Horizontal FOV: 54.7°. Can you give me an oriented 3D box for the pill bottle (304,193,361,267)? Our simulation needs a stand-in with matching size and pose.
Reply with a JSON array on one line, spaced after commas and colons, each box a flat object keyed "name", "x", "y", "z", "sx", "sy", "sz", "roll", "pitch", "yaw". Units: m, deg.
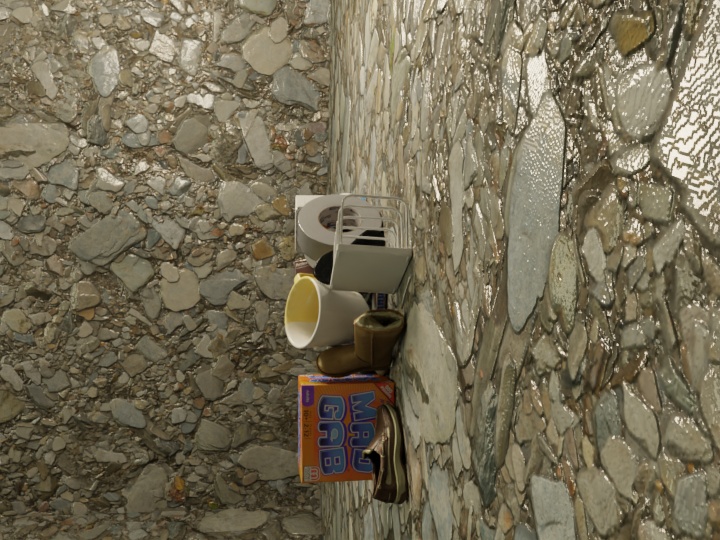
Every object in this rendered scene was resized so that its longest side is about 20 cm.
[{"name": "pill bottle", "x": -0.059, "y": -0.094, "z": 1.786, "sx": 0.116, "sy": 0.115, "sz": 0.201, "roll": 99, "pitch": -163, "yaw": -52}]

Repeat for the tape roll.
[{"name": "tape roll", "x": -0.050, "y": -0.097, "z": 1.652, "sx": 0.201, "sy": 0.197, "sz": 0.067, "roll": -97, "pitch": 9, "yaw": -48}]

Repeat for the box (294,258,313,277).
[{"name": "box", "x": -0.122, "y": 0.066, "z": 1.981, "sx": 0.075, "sy": 0.099, "sz": 0.203, "roll": 33, "pitch": -134, "yaw": -65}]

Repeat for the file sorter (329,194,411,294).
[{"name": "file sorter", "x": 0.016, "y": -0.050, "z": 1.370, "sx": 0.200, "sy": 0.137, "sz": 0.126, "roll": 106, "pitch": 166, "yaw": -67}]

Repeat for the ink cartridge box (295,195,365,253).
[{"name": "ink cartridge box", "x": -0.084, "y": -0.129, "z": 1.943, "sx": 0.086, "sy": 0.197, "sz": 0.148, "roll": -101, "pitch": 13, "yaw": -58}]

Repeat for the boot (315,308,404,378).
[{"name": "boot", "x": -0.006, "y": 0.144, "z": 1.404, "sx": 0.201, "sy": 0.173, "sz": 0.067, "roll": 95, "pitch": 165, "yaw": -61}]

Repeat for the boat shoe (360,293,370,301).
[{"name": "boat shoe", "x": 0.000, "y": 0.000, "z": 1.648, "sx": 0.201, "sy": 0.074, "sz": 0.062, "roll": -68, "pitch": -20, "yaw": -53}]

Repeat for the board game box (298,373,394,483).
[{"name": "board game box", "x": -0.037, "y": 0.337, "z": 1.528, "sx": 0.200, "sy": 0.197, "sz": 0.203, "roll": 157, "pitch": 112, "yaw": -83}]

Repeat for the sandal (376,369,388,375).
[{"name": "sandal", "x": 0.010, "y": 0.181, "z": 1.598, "sx": 0.200, "sy": 0.053, "sz": 0.081, "roll": 40, "pitch": 134, "yaw": 54}]

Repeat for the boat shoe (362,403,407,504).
[{"name": "boat shoe", "x": 0.041, "y": 0.350, "z": 1.356, "sx": 0.075, "sy": 0.074, "sz": 0.204, "roll": 112, "pitch": 158, "yaw": -43}]

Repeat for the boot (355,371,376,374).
[{"name": "boot", "x": -0.005, "y": 0.234, "z": 1.760, "sx": 0.212, "sy": 0.078, "sz": 0.159, "roll": 115, "pitch": 149, "yaw": -50}]

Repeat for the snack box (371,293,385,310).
[{"name": "snack box", "x": 0.043, "y": 0.047, "z": 1.597, "sx": 0.072, "sy": 0.024, "sz": 0.202, "roll": -102, "pitch": 14, "yaw": -66}]

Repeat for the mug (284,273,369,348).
[{"name": "mug", "x": -0.064, "y": 0.080, "z": 1.508, "sx": 0.149, "sy": 0.152, "sz": 0.189, "roll": -30, "pitch": 58, "yaw": 49}]

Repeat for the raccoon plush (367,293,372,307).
[{"name": "raccoon plush", "x": 0.014, "y": 0.059, "z": 1.767, "sx": 0.200, "sy": 0.096, "sz": 0.135, "roll": 39, "pitch": -151, "yaw": -59}]

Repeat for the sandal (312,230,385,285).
[{"name": "sandal", "x": -0.024, "y": -0.021, "z": 1.502, "sx": 0.076, "sy": 0.200, "sz": 0.048, "roll": 55, "pitch": 145, "yaw": 4}]
